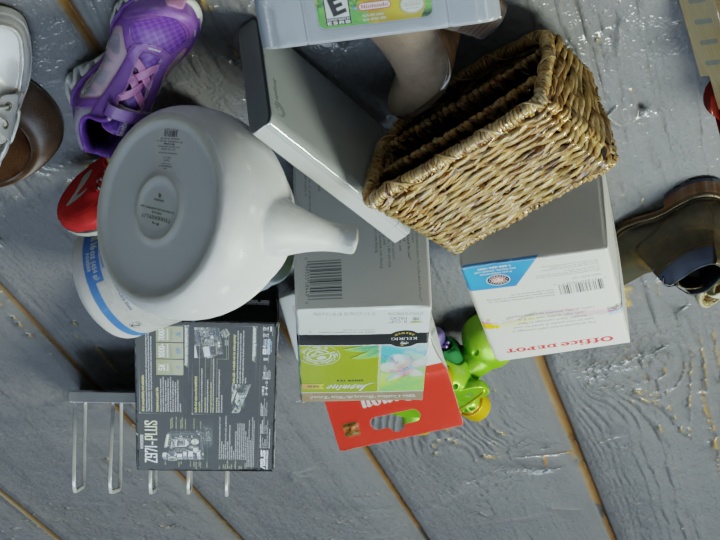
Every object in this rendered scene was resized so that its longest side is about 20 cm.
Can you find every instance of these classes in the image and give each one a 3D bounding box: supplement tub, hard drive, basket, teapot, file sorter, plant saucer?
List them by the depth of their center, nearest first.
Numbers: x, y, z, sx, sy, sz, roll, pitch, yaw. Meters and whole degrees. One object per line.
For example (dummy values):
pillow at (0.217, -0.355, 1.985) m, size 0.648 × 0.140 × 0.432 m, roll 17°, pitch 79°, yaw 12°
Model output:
teapot at (-0.130, -0.046, 1.390) m, size 0.145 × 0.201 × 0.197 m, roll 8°, pitch 136°, yaw -50°
basket at (0.104, -0.132, 1.403) m, size 0.199 × 0.144 × 0.148 m, roll -29°, pitch 146°, yaw 28°
hard drive at (-0.031, -0.124, 1.416) m, size 0.027 × 0.133 × 0.199 m, roll -31°, pitch 136°, yaw 24°
plant saucer at (-0.384, -0.131, 1.501) m, size 0.197 × 0.032 × 0.201 m, roll 0°, pitch 149°, yaw 0°
supplement tub at (-0.181, -0.019, 1.598) m, size 0.198 × 0.133 × 0.132 m, roll -20°, pitch 144°, yaw 28°
file sorter at (-0.255, 0.211, 1.934) m, size 0.197 × 0.126 × 0.139 m, roll 2°, pitch 175°, yaw -4°

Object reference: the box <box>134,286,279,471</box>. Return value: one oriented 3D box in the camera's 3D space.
box at (-0.175, 0.123, 1.791) m, size 0.161 × 0.086 × 0.202 m, roll 0°, pitch 118°, yaw -4°

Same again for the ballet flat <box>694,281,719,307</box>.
ballet flat at (0.433, -0.016, 1.692) m, size 0.069 × 0.070 × 0.199 m, roll 22°, pitch 141°, yaw -34°

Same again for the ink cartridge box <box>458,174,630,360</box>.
ink cartridge box at (0.185, -0.023, 1.591) m, size 0.145 × 0.146 × 0.201 m, roll -8°, pitch 149°, yaw 11°

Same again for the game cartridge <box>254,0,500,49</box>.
game cartridge at (0.006, -0.253, 1.246) m, size 0.197 × 0.041 × 0.135 m, roll -6°, pitch 110°, yaw 9°

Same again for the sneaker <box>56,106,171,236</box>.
sneaker at (-0.224, -0.103, 1.502) m, size 0.199 × 0.078 × 0.085 m, roll -31°, pitch 156°, yaw 23°

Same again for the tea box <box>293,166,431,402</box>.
tea box at (0.000, 0.000, 1.568) m, size 0.132 × 0.202 × 0.198 m, roll -2°, pitch 148°, yaw 0°

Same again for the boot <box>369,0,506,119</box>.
boot at (0.026, -0.215, 1.355) m, size 0.145 × 0.071 × 0.200 m, roll 21°, pitch 142°, yaw -21°

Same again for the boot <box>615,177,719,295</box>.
boot at (0.317, -0.008, 1.668) m, size 0.074 × 0.098 × 0.200 m, roll 14°, pitch 146°, yaw -24°

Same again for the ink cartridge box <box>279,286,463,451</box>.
ink cartridge box at (0.013, 0.100, 1.764) m, size 0.161 × 0.203 × 0.057 m, roll -14°, pitch -174°, yaw 19°

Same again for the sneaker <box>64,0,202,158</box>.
sneaker at (-0.201, -0.168, 1.392) m, size 0.080 × 0.089 × 0.200 m, roll 18°, pitch 143°, yaw -26°

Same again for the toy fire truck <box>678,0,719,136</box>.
toy fire truck at (0.374, -0.182, 1.385) m, size 0.175 × 0.130 × 0.199 m, roll -24°, pitch 152°, yaw 33°

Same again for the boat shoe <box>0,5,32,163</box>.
boat shoe at (-0.335, -0.138, 1.406) m, size 0.070 × 0.070 × 0.202 m, roll 8°, pitch 126°, yaw -19°

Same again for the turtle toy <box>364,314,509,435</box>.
turtle toy at (0.095, 0.116, 1.859) m, size 0.198 × 0.102 × 0.146 m, roll -18°, pitch 151°, yaw 23°
